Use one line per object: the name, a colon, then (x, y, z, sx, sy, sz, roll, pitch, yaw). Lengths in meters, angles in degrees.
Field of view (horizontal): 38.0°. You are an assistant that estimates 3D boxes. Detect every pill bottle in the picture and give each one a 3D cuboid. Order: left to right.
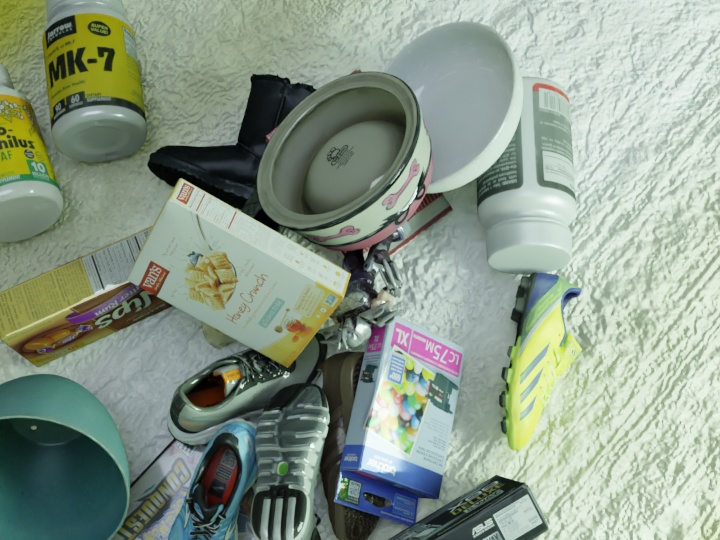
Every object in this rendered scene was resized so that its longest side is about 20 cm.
pill bottle: (-0.434, -0.146, 1.247, 0.111, 0.113, 0.202, -22, 70, -4)
pill bottle: (-0.327, -0.246, 1.276, 0.112, 0.115, 0.203, -12, 69, -1)
pill bottle: (0.187, -0.106, 1.191, 0.112, 0.114, 0.204, 0, 70, 4)

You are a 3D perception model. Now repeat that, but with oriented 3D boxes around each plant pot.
plant pot: (-0.337, 0.188, 1.097, 0.196, 0.203, 0.136, -11, 33, 0)

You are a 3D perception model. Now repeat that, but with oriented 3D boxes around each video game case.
video game case: (-0.172, 0.280, 1.123, 0.180, 0.026, 0.200, 40, 77, 16)

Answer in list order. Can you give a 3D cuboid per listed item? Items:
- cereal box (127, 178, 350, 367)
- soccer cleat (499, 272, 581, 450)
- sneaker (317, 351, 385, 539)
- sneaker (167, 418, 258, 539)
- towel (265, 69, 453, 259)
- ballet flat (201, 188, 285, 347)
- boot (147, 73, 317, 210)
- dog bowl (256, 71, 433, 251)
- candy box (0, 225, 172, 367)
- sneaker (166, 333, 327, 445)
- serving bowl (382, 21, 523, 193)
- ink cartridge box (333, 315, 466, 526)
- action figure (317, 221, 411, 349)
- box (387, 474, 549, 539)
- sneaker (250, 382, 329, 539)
cereal box: (-0.127, 0.007, 1.071, 0.198, 0.144, 0.040, 28, 46, -10)
soccer cleat: (0.199, 0.099, 1.144, 0.082, 0.065, 0.203, 11, 71, 5)
sneaker: (-0.016, 0.190, 1.131, 0.075, 0.070, 0.204, -7, 74, 46)
sneaker: (-0.160, 0.249, 1.064, 0.077, 0.090, 0.203, 15, 86, 9)
towel: (-0.001, -0.114, 1.221, 0.143, 0.023, 0.201, -36, 93, -13)
ballet flat: (-0.134, -0.008, 1.184, 0.066, 0.057, 0.203, 21, 96, -3)
boot: (-0.138, -0.160, 1.254, 0.195, 0.073, 0.165, 18, 74, 2)
dog bowl: (-0.010, -0.109, 1.108, 0.197, 0.074, 0.203, -19, 50, 24)
candy box: (-0.298, 0.031, 1.173, 0.197, 0.117, 0.057, -23, 70, -5)
sneaker: (-0.118, 0.119, 1.138, 0.198, 0.080, 0.074, -28, 65, -25)
serving bowl: (0.100, -0.172, 1.164, 0.198, 0.066, 0.203, -18, 58, 31)
ink cartridge box: (0.045, 0.160, 1.110, 0.118, 0.042, 0.203, 26, 70, -33)
action figure: (0.000, 0.000, 1.126, 0.128, 0.069, 0.202, -14, 47, 31)
box: (0.078, 0.276, 1.035, 0.198, 0.158, 0.050, -29, 85, -6)
sneaker: (-0.070, 0.222, 1.080, 0.074, 0.117, 0.202, 1, 43, 10)
